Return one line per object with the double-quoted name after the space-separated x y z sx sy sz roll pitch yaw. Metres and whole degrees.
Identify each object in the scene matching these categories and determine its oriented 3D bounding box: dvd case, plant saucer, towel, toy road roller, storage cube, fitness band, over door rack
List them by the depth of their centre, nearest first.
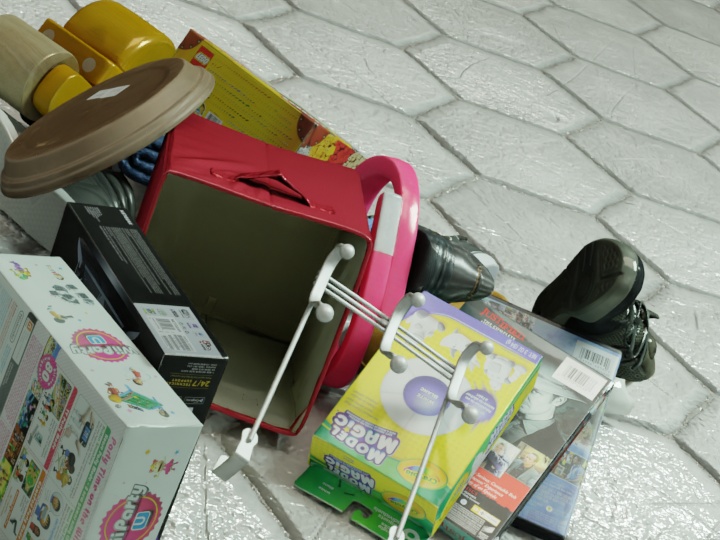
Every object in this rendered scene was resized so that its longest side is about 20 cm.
0.005 0.096 1.368 0.147 0.067 0.201 35 62 -14 "over door rack"
-0.099 -0.004 1.507 0.169 0.202 0.180 18 18 -10 "storage cube"
0.094 0.120 1.514 0.145 0.022 0.200 30 55 17 "dvd case"
-0.213 -0.122 1.557 0.030 0.199 0.200 62 15 -19 "plant saucer"
0.127 0.117 1.559 0.142 0.018 0.201 23 52 2 "dvd case"
0.000 0.000 1.587 0.037 0.202 0.143 17 -14 -18 "fitness band"
-0.160 -0.094 1.750 0.111 0.049 0.200 22 4 1 "towel"
-0.261 -0.193 1.763 0.122 0.147 0.200 34 -5 26 "toy road roller"

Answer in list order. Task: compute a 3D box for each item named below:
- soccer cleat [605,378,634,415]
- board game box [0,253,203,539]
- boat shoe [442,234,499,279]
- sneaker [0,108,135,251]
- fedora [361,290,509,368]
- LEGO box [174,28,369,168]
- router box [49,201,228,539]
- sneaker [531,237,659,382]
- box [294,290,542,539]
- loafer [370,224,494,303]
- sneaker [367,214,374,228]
0.231 0.075 1.803 0.077 0.070 0.200 27 30 -3 "soccer cleat"
-0.201 0.104 1.241 0.064 0.149 0.200 3 30 -42 "board game box"
0.063 -0.004 1.797 0.057 0.069 0.199 46 19 23 "boat shoe"
-0.278 -0.086 1.681 0.200 0.071 0.099 43 28 28 "sneaker"
0.086 0.062 1.669 0.199 0.082 0.201 20 23 -9 "fedora"
-0.092 -0.139 1.886 0.200 0.077 0.149 39 5 32 "LEGO box"
-0.174 0.070 1.323 0.052 0.158 0.200 6 29 -33 "router box"
0.226 0.036 1.644 0.113 0.200 0.077 19 65 -8 "sneaker"
0.044 0.117 1.467 0.117 0.049 0.200 28 55 14 "box"
0.051 -0.003 1.622 0.072 0.073 0.200 20 6 -19 "loafer"
-0.021 -0.007 1.750 0.075 0.079 0.200 -10 -1 20 "sneaker"
